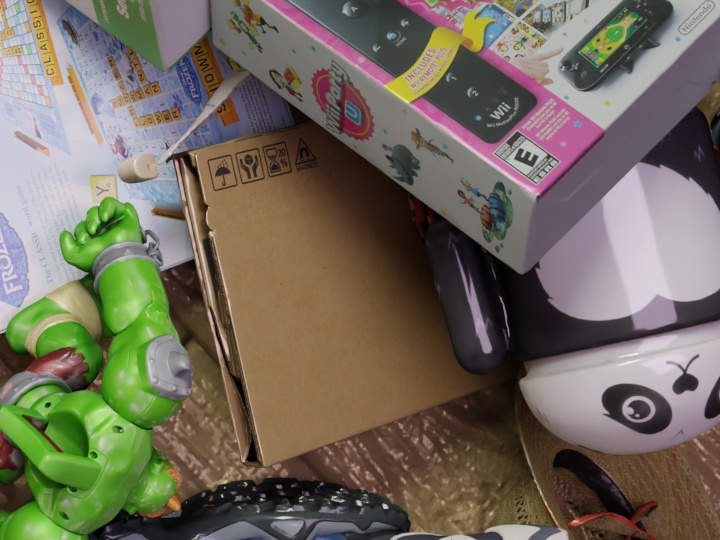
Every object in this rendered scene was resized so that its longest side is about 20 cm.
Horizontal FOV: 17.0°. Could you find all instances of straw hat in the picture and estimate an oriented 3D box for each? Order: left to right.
[{"bbox_3d":[0.119,0.149,1.300,0.085,0.201,0.201,-37,105,27],"label":"straw hat"}]

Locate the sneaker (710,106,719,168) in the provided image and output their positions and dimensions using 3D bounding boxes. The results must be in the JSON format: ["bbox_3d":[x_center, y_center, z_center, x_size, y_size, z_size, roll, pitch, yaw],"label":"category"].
[{"bbox_3d":[0.228,-0.105,1.353,0.074,0.081,0.202,-19,96,-17],"label":"sneaker"}]

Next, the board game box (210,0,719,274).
[{"bbox_3d":[0.049,-0.115,1.125,0.200,0.064,0.147,36,63,22],"label":"board game box"}]

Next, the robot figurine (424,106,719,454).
[{"bbox_3d":[0.124,-0.010,1.185,0.125,0.149,0.202,-10,88,-61],"label":"robot figurine"}]

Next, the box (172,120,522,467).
[{"bbox_3d":[0.000,0.000,1.260,0.199,0.021,0.165,-16,96,-42],"label":"box"}]

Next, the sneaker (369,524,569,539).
[{"bbox_3d":[0.026,0.193,1.235,0.128,0.200,0.080,7,58,-6],"label":"sneaker"}]

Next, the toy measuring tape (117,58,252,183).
[{"bbox_3d":[-0.067,-0.131,1.205,0.074,0.073,0.200,49,65,-12],"label":"toy measuring tape"}]

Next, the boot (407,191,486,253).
[{"bbox_3d":[0.103,0.000,1.288,0.153,0.073,0.205,-5,82,-37],"label":"boot"}]

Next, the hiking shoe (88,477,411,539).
[{"bbox_3d":[-0.070,0.159,1.249,0.198,0.074,0.087,-6,99,-11],"label":"hiking shoe"}]

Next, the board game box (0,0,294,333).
[{"bbox_3d":[-0.142,-0.091,1.237,0.198,0.041,0.201,-20,96,-20],"label":"board game box"}]

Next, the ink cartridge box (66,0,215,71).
[{"bbox_3d":[-0.122,-0.215,1.170,0.200,0.084,0.145,37,69,21],"label":"ink cartridge box"}]

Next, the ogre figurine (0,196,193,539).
[{"bbox_3d":[-0.146,0.077,1.166,0.200,0.120,0.098,-43,132,-4],"label":"ogre figurine"}]

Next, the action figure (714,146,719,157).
[{"bbox_3d":[0.160,-0.158,1.293,0.065,0.099,0.201,6,57,-24],"label":"action figure"}]
